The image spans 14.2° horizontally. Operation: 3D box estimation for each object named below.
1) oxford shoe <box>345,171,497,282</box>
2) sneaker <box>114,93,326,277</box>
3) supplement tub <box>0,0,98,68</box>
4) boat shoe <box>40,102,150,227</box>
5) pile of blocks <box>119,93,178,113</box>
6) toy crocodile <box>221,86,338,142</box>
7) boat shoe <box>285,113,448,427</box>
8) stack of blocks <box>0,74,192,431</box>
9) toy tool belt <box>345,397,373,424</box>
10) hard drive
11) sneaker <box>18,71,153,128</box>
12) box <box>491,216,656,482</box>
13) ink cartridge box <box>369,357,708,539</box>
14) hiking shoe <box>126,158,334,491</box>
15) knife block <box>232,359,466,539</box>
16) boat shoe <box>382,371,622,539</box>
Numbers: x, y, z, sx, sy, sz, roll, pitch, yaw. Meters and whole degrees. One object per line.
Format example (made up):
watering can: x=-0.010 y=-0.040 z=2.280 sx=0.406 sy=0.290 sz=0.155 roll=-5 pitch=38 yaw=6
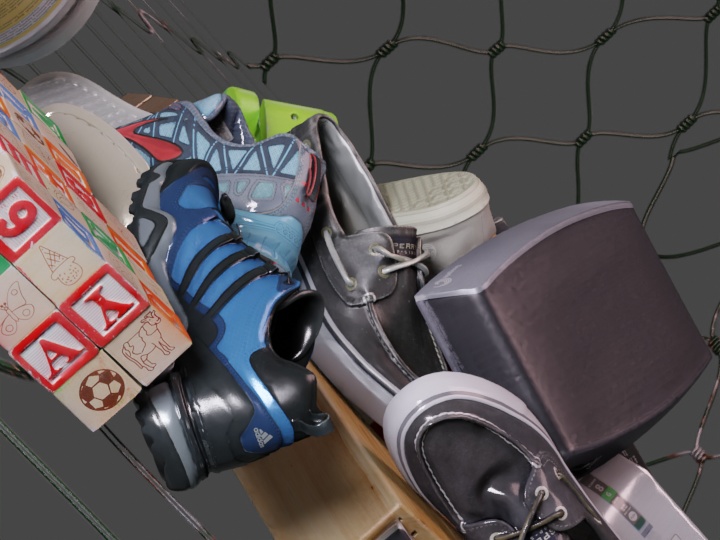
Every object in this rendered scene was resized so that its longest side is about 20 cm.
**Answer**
oxford shoe: x=0.000 y=-0.015 z=1.614 sx=0.200 sy=0.075 sz=0.058 roll=-3 pitch=-62 yaw=47
sneaker: x=-0.095 y=-0.048 z=1.535 sx=0.200 sy=0.096 sz=0.079 roll=16 pitch=-18 yaw=38
supplement tub: x=-0.223 y=-0.191 z=1.511 sx=0.145 sy=0.145 sz=0.200 roll=50 pitch=4 yaw=20
boat shoe: x=-0.107 y=0.005 z=1.435 sx=0.200 sy=0.072 sz=0.060 roll=53 pitch=-1 yaw=19
pile of blocks: x=-0.107 y=-0.038 z=1.978 sx=0.200 sy=0.082 sz=0.062 roll=40 pitch=46 yaw=10
toy crocodile: x=-0.069 y=-0.058 z=1.671 sx=0.067 sy=0.062 sz=0.200 roll=14 pitch=-20 yaw=-23
boat shoe: x=0.000 y=0.000 z=1.510 sx=0.072 sy=0.071 sz=0.200 roll=7 pitch=44 yaw=-53
stack of blocks: x=-0.155 y=-0.026 z=1.288 sx=0.115 sy=0.059 sz=0.200 roll=45 pitch=5 yaw=-31
toy tool belt: x=0.040 y=0.135 z=1.618 sx=0.200 sy=0.123 sz=0.125 roll=33 pitch=24 yaw=-21
hard drive: x=0.116 y=0.034 z=1.545 sx=0.200 sy=0.042 sz=0.135 roll=-27 pitch=88 yaw=-56
sneaker: x=-0.111 y=-0.045 z=1.637 sx=0.200 sy=0.074 sz=0.082 roll=39 pitch=-4 yaw=33
box: x=0.084 y=0.070 z=1.740 sx=0.200 sy=0.044 sz=0.160 roll=59 pitch=-23 yaw=-7
ink cartridge box: x=0.085 y=0.145 z=1.532 sx=0.200 sy=0.161 sz=0.050 roll=49 pitch=-33 yaw=-10
hiking shoe: x=-0.058 y=0.020 z=1.329 sx=0.200 sy=0.087 sz=0.074 roll=-98 pitch=174 yaw=-46
knife block: x=-0.002 y=0.127 z=1.398 sx=0.200 sy=0.064 sz=0.176 roll=49 pitch=4 yaw=7
boat shoe: x=0.084 y=0.128 z=1.431 sx=0.200 sy=0.070 sz=0.066 roll=52 pitch=2 yaw=-36
